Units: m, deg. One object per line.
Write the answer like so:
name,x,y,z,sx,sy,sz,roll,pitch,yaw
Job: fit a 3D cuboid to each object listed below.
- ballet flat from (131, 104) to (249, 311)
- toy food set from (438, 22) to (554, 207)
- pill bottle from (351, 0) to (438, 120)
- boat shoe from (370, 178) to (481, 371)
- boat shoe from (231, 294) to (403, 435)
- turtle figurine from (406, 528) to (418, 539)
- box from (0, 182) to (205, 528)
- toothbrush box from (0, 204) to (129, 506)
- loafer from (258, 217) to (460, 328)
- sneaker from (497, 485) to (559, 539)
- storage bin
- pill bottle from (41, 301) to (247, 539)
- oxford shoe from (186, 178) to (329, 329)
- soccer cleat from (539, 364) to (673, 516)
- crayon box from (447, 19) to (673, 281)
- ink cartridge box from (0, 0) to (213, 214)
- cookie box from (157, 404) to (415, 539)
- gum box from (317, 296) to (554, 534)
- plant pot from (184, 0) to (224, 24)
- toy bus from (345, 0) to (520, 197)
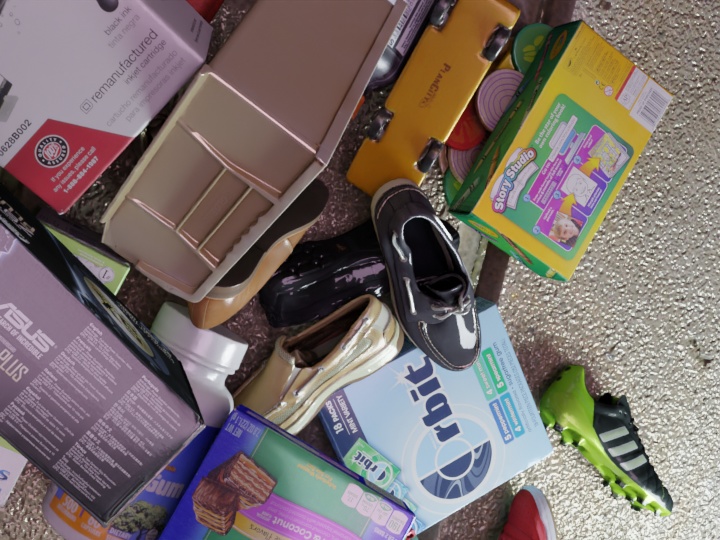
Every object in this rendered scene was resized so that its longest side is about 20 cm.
ballet flat,-0.148,-0.047,0.779,0.067,0.062,0.202,-27,104,-12
toy food set,0.161,-0.126,0.870,0.197,0.049,0.201,38,86,-17
pill bottle,0.010,-0.234,0.781,0.105,0.106,0.202,29,88,-18
boat shoe,0.063,0.018,0.787,0.072,0.063,0.202,-25,119,-4
boat shoe,-0.059,0.086,0.802,0.199,0.072,0.076,-38,137,-1
turtle figurine,-0.017,0.274,0.823,0.197,0.150,0.102,-4,69,-4
box,-0.203,0.039,0.569,0.086,0.164,0.200,-44,106,-7
toothbrush box,-0.267,0.058,0.713,0.085,0.145,0.202,27,90,-18
loafer,0.000,0.000,0.835,0.198,0.068,0.071,-17,131,-18
sneaker,0.132,0.318,0.906,0.111,0.071,0.203,2,99,-20
storage bin,-0.081,-0.108,0.653,0.093,0.198,0.201,35,45,-14
pill bottle,-0.177,0.134,0.768,0.111,0.112,0.202,27,89,-18
oxford shoe,-0.091,-0.024,0.768,0.071,0.200,0.072,30,132,9
soccer cleat,0.267,0.180,0.936,0.200,0.067,0.081,43,71,-17
crayon box,0.182,-0.108,0.823,0.118,0.058,0.202,32,87,-17
ink cartridge box,-0.212,-0.159,0.550,0.147,0.083,0.200,-42,114,15
cookie box,-0.078,0.237,0.713,0.170,0.075,0.202,29,83,2
gum box,0.071,0.149,0.880,0.198,0.045,0.172,-26,104,-11
plant pot,-0.228,-0.188,0.678,0.198,0.200,0.178,27,101,-18
toy bus,0.062,-0.151,0.782,0.065,0.078,0.201,31,110,1
